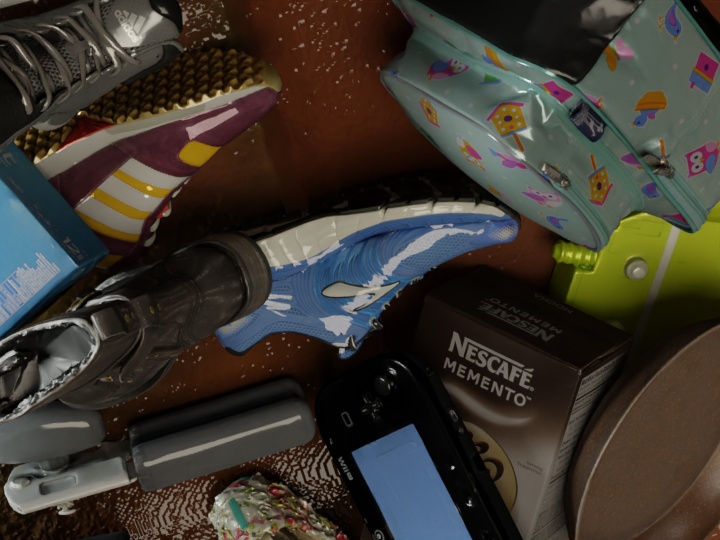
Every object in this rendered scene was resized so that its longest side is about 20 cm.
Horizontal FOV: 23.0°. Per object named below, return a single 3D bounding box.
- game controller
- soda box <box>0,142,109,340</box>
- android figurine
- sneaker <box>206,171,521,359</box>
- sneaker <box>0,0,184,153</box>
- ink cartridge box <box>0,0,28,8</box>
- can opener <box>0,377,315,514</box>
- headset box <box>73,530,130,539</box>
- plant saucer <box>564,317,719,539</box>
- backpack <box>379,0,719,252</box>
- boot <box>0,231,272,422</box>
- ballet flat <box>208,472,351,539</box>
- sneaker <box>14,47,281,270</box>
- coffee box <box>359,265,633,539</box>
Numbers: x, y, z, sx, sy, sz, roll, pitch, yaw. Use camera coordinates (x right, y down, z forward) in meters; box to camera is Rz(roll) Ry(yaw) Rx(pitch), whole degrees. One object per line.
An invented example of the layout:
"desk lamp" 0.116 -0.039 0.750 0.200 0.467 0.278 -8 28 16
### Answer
"game controller" 0.043 0.147 1.069 0.104 0.042 0.200 -30 85 37
"soda box" -0.227 -0.060 0.931 0.064 0.068 0.200 -40 92 10
"android figurine" 0.207 0.017 1.143 0.200 0.041 0.182 9 115 -20
"sneaker" 0.000 0.000 1.055 0.200 0.079 0.089 -16 106 4
"sneaker" -0.151 -0.115 0.892 0.115 0.200 0.075 -25 98 15
"ink cartridge box" -0.239 -0.174 0.877 0.200 0.050 0.109 -19 88 -17
"can opener" -0.129 0.105 1.098 0.200 0.053 0.067 -12 119 -8
"headset box" -0.214 0.240 1.071 0.174 0.200 0.093 -9 103 -10
"plant saucer" 0.194 0.109 1.108 0.200 0.034 0.200 -27 136 -31
"backpack" 0.124 -0.100 0.977 0.200 0.176 0.153 28 93 -37
"boot" -0.157 0.043 0.968 0.200 0.174 0.069 -34 86 37
"ballet flat" -0.022 0.209 1.174 0.200 0.064 0.076 37 103 -28
"sneaker" -0.128 -0.054 1.006 0.200 0.075 0.090 -21 119 8
"coffee box" 0.081 0.113 1.109 0.080 0.113 0.200 -24 134 -54
